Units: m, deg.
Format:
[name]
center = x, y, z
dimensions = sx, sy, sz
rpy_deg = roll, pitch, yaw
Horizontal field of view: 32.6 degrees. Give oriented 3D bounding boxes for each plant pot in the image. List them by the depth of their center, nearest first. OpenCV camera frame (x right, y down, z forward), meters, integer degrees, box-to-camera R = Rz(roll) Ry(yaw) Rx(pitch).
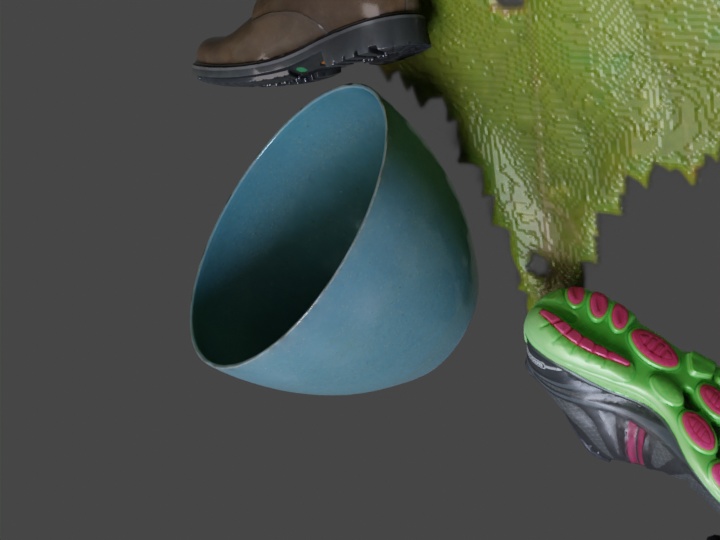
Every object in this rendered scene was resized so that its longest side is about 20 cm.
[plant pot]
center = 0.000, 0.000, 0.806
dimensions = 0.134, 0.202, 0.199
rpy_deg = 31, 144, -28

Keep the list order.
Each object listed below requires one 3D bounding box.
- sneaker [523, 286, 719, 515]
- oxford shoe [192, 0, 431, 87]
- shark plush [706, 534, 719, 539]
[sneaker]
center = 0.186, 0.090, 0.773
dimensions = 0.200, 0.077, 0.084
rpy_deg = 42, 151, 18
[oxford shoe]
center = -0.039, -0.168, 0.814
dimensions = 0.198, 0.072, 0.086
rpy_deg = -8, 94, 39
[shark plush]
center = 0.231, 0.248, 0.742
dimensions = 0.082, 0.202, 0.091
rpy_deg = 15, 154, 22
